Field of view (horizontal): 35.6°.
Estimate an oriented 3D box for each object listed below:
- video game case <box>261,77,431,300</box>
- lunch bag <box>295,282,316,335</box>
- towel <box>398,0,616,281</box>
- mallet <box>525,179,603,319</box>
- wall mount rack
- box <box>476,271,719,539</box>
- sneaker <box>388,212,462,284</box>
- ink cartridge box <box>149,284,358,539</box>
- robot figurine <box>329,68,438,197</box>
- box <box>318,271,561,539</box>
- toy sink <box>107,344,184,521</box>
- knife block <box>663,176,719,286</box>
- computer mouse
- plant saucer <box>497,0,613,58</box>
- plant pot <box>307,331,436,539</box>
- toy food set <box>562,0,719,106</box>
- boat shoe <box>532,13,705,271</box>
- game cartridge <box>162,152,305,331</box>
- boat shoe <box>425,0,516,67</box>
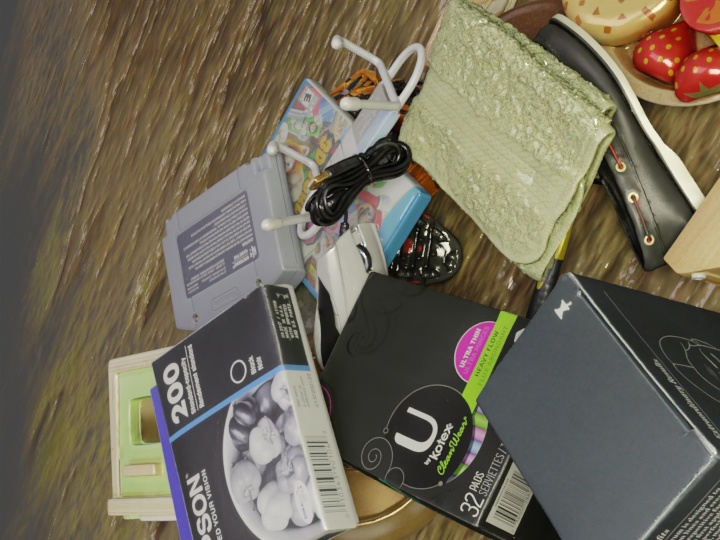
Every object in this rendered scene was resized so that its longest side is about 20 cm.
[{"bbox_3d":[-0.031,-0.065,1.019,0.200,0.018,0.144,49,116,38],"label":"video game case"},{"bbox_3d":[-0.072,0.089,1.116,0.164,0.117,0.201,51,124,46],"label":"lunch bag"},{"bbox_3d":[0.103,-0.104,0.837,0.200,0.036,0.149,51,134,40],"label":"towel"},{"bbox_3d":[0.154,-0.022,0.911,0.066,0.041,0.201,42,117,50],"label":"mallet"},{"bbox_3d":[-0.023,-0.106,0.922,0.200,0.074,0.174,-56,22,22],"label":"wall mount rack"},{"bbox_3d":[0.197,0.102,0.663,0.107,0.199,0.149,-57,39,25],"label":"box"},{"bbox_3d":[0.019,-0.032,1.072,0.200,0.098,0.071,15,93,32],"label":"sneaker"},{"bbox_3d":[-0.104,0.142,0.878,0.200,0.043,0.199,-36,61,35],"label":"ink cartridge box"},{"bbox_3d":[0.027,-0.133,1.061,0.145,0.058,0.200,-40,42,-14],"label":"robot figurine"},{"bbox_3d":[0.077,0.108,0.845,0.199,0.124,0.149,18,77,47],"label":"box"},{"bbox_3d":[-0.156,0.174,1.029,0.130,0.112,0.201,-13,78,47],"label":"toy sink"},{"bbox_3d":[0.292,-0.087,0.712,0.200,0.064,0.177,-15,67,52],"label":"knife block"},{"bbox_3d":[0.000,0.000,0.909,0.044,0.110,0.201,21,126,31],"label":"computer mouse"},{"bbox_3d":[0.133,-0.155,0.919,0.200,0.037,0.201,-23,48,27],"label":"plant saucer"},{"bbox_3d":[-0.008,0.141,0.970,0.027,0.199,0.201,65,-153,-73],"label":"plant pot"},{"bbox_3d":[0.249,-0.215,0.804,0.198,0.049,0.201,-44,48,24],"label":"toy food set"},{"bbox_3d":[0.178,-0.095,0.808,0.063,0.074,0.202,-30,77,4],"label":"boat shoe"},{"bbox_3d":[-0.124,-0.015,1.076,0.200,0.041,0.134,-26,67,48],"label":"game cartridge"},{"bbox_3d":[0.108,-0.266,1.023,0.200,0.069,0.074,-55,40,28],"label":"boat shoe"}]
